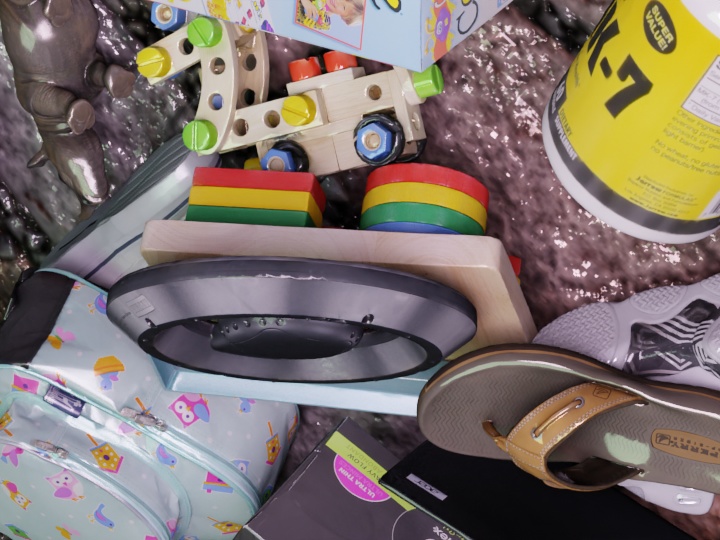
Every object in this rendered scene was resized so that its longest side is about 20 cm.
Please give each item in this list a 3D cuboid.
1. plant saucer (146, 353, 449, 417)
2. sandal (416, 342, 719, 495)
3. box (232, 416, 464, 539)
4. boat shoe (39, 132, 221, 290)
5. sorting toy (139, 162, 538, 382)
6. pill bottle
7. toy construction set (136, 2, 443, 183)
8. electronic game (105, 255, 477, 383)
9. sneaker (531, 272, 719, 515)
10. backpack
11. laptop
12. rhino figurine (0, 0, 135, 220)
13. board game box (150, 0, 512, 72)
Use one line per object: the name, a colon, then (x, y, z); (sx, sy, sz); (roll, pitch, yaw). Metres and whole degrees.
plant saucer: (-0.022, 0.062, 1.571); (0.200, 0.019, 0.070); (6, 160, 7)
sandal: (0.123, 0.092, 1.440); (0.200, 0.055, 0.082); (13, 132, 14)
box: (-0.022, 0.218, 1.607); (0.148, 0.124, 0.200); (39, 133, 6)
boat shoe: (-0.127, -0.025, 1.673); (0.067, 0.074, 0.200); (40, 147, -12)
sorting toy: (0.000, 0.000, 1.523); (0.198, 0.070, 0.200); (3, 158, 14)
pill bottle: (0.180, -0.116, 1.337); (0.114, 0.114, 0.200); (40, 134, 9)
toy construction set: (-0.029, -0.115, 1.522); (0.200, 0.092, 0.131); (-13, 89, 38)
electronic game: (-0.037, 0.025, 1.442); (0.200, 0.200, 0.042); (-11, 71, 41)
sneaker: (0.199, 0.066, 1.474); (0.200, 0.075, 0.115); (-11, 125, 28)
backpack: (-0.145, 0.108, 1.690); (0.200, 0.154, 0.176); (19, 150, -6)
laptop: (0.111, 0.167, 1.533); (0.177, 0.103, 0.200); (32, 158, 16)
rhino figurine: (-0.182, -0.119, 1.647); (0.087, 0.060, 0.200); (30, 136, 45)
board game box: (-0.028, -0.189, 1.384); (0.200, 0.103, 0.105); (18, 126, 27)
